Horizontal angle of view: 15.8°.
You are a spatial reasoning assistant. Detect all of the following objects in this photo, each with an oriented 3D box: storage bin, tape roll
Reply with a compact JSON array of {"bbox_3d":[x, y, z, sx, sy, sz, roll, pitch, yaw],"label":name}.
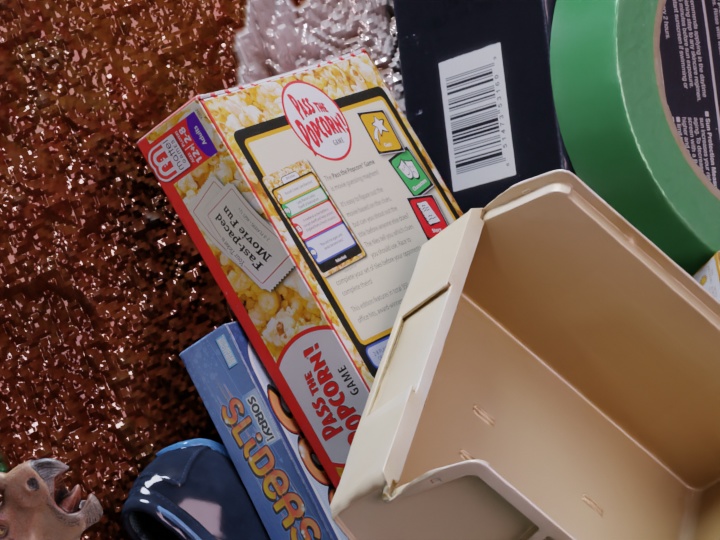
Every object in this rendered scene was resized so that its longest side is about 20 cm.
[{"bbox_3d":[0.103,0.087,1.154,0.198,0.094,0.200,40,39,-16],"label":"storage bin"},{"bbox_3d":[0.182,-0.092,1.295,0.200,0.048,0.201,9,75,-38],"label":"tape roll"}]

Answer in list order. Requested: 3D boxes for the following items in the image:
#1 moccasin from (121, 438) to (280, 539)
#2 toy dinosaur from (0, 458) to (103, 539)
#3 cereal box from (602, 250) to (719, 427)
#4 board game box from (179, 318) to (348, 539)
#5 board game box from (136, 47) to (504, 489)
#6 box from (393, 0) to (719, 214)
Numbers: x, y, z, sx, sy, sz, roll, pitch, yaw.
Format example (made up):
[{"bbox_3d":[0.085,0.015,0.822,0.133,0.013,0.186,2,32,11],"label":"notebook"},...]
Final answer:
[{"bbox_3d":[-0.051,0.177,1.196,0.200,0.080,0.068,54,38,-2],"label":"moccasin"},{"bbox_3d":[-0.164,0.185,1.096,0.135,0.086,0.200,40,74,-15],"label":"toy dinosaur"},{"bbox_3d":[0.175,0.088,1.308,0.144,0.200,0.040,23,39,-24],"label":"cereal box"},{"bbox_3d":[0.008,0.110,1.222,0.135,0.034,0.200,-13,73,-56],"label":"board game box"},{"bbox_3d":[0.000,0.000,1.228,0.151,0.046,0.200,-22,80,-56],"label":"board game box"},{"bbox_3d":[0.134,-0.072,1.360,0.198,0.123,0.201,-1,82,-38],"label":"box"}]
